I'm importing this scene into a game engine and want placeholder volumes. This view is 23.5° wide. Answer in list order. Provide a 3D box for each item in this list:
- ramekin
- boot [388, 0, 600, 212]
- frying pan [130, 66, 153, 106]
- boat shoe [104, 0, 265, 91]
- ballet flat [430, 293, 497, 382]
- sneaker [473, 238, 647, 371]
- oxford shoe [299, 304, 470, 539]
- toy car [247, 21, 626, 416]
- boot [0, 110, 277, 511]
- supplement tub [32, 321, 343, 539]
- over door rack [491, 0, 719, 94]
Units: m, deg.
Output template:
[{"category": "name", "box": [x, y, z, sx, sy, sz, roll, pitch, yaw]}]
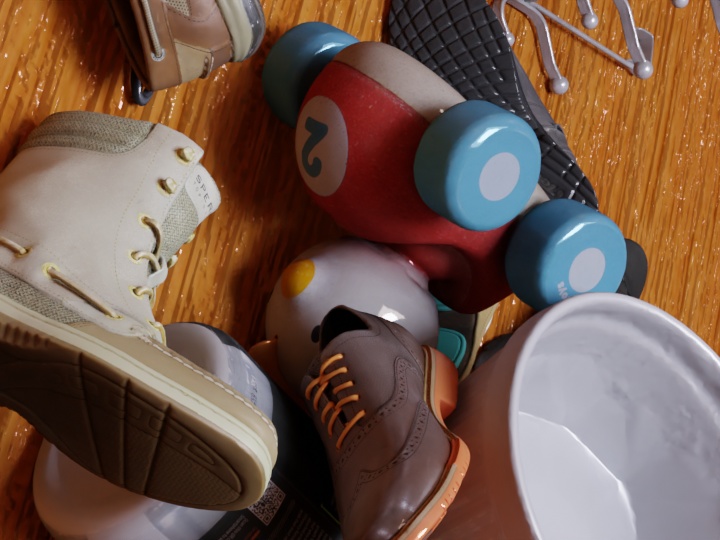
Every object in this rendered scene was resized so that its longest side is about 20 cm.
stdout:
[{"category": "ramekin", "box": [0.115, 0.122, 0.868, 0.199, 0.105, 0.201, 22, 53, -31]}, {"category": "boot", "box": [0.088, -0.088, 1.085, 0.201, 0.069, 0.132, 63, 9, 9]}, {"category": "frying pan", "box": [-0.103, -0.193, 0.889, 0.115, 0.031, 0.191, 48, 49, -36]}, {"category": "boat shoe", "box": [-0.121, -0.178, 0.824, 0.074, 0.076, 0.201, -33, 102, -16]}, {"category": "ballet flat", "box": [0.049, 0.045, 1.028, 0.201, 0.068, 0.063, -60, 144, -34]}, {"category": "sneaker", "box": [0.155, 0.043, 1.139, 0.200, 0.090, 0.076, -49, 121, -43]}, {"category": "oxford shoe", "box": [0.001, 0.075, 0.784, 0.073, 0.071, 0.200, 39, 14, -12]}, {"category": "toy car", "box": [0.000, 0.000, 0.923, 0.200, 0.184, 0.177, -52, 131, -5]}, {"category": "boot", "box": [-0.097, 0.009, 0.759, 0.155, 0.199, 0.072, -50, 159, -44]}, {"category": "supplement tub", "box": [-0.054, 0.128, 0.841, 0.200, 0.122, 0.123, 49, 51, -36]}, {"category": "over door rack", "box": [0.204, -0.159, 1.172, 0.199, 0.147, 0.067, 4, 81, -51]}]
